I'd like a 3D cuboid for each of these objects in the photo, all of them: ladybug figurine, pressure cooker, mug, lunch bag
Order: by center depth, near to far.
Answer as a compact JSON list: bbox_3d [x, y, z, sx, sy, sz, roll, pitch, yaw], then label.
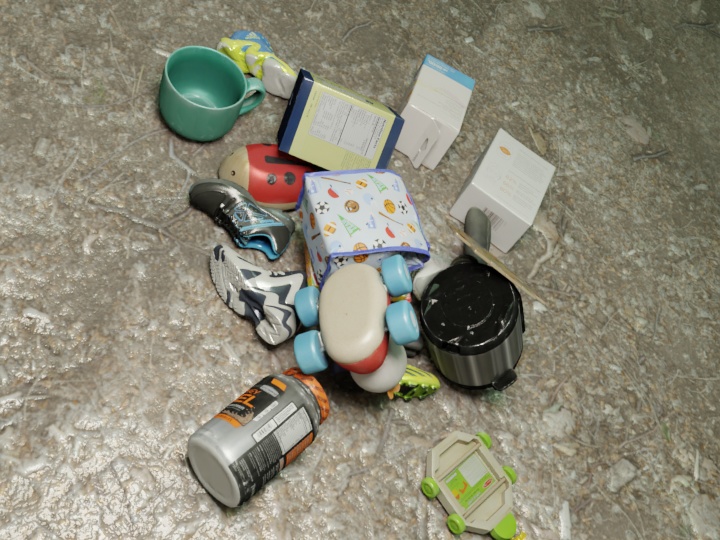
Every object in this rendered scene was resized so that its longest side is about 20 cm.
[{"bbox_3d":[0.007,-0.073,1.302,0.195,0.124,0.173,-10,64,-22],"label":"lunch bag"},{"bbox_3d":[0.194,0.105,1.351,0.174,0.202,0.179,4,58,19],"label":"pressure cooker"},{"bbox_3d":[-0.281,-0.309,1.436,0.182,0.115,0.154,24,51,-11],"label":"mug"},{"bbox_3d":[-0.161,-0.180,1.437,0.195,0.072,0.138,1,58,-26],"label":"ladybug figurine"}]

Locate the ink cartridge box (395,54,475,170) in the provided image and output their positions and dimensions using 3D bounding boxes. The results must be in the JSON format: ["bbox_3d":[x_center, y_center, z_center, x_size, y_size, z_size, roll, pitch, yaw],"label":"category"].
[{"bbox_3d":[0.145,-0.328,1.651,0.123,0.129,0.203,27,50,-6],"label":"ink cartridge box"}]

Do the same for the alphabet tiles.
[{"bbox_3d":[0.231,-0.014,1.335,0.198,0.006,0.167,37,11,-10],"label":"alphabet tiles"}]

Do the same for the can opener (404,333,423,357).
[{"bbox_3d":[0.016,0.093,1.357,0.196,0.054,0.068,16,54,-18],"label":"can opener"}]

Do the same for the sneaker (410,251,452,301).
[{"bbox_3d":[0.113,0.005,1.422,0.079,0.071,0.200,31,14,8],"label":"sneaker"}]

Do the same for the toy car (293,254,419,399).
[{"bbox_3d":[0.016,0.111,1.218,0.180,0.202,0.179,-18,44,13],"label":"toy car"}]

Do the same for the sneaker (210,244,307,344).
[{"bbox_3d":[-0.154,0.024,1.308,0.198,0.081,0.129,40,35,21],"label":"sneaker"}]

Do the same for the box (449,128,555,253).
[{"bbox_3d":[0.300,-0.169,1.637,0.151,0.107,0.201,34,50,-1],"label":"box"}]

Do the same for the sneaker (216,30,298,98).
[{"bbox_3d":[-0.190,-0.432,1.589,0.197,0.076,0.106,29,50,-5],"label":"sneaker"}]

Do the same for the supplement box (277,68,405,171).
[{"bbox_3d":[-0.042,-0.268,1.458,0.196,0.137,0.201,20,15,-13],"label":"supplement box"}]

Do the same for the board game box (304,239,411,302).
[{"bbox_3d":[0.000,0.000,1.346,0.196,0.030,0.098,9,57,-26],"label":"board game box"}]

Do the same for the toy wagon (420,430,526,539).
[{"bbox_3d":[0.191,0.365,1.273,0.154,0.040,0.202,-27,75,-37],"label":"toy wagon"}]

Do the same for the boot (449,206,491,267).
[{"bbox_3d":[0.216,-0.039,1.485,0.071,0.183,0.204,6,57,16],"label":"boot"}]

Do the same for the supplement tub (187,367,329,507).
[{"bbox_3d":[-0.144,0.236,1.138,0.123,0.123,0.199,47,50,10],"label":"supplement tub"}]

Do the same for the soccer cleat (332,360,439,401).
[{"bbox_3d":[0.046,0.168,1.316,0.195,0.065,0.085,11,52,-20],"label":"soccer cleat"}]

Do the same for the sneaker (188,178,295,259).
[{"bbox_3d":[-0.210,-0.092,1.354,0.196,0.074,0.083,24,52,-10],"label":"sneaker"}]
